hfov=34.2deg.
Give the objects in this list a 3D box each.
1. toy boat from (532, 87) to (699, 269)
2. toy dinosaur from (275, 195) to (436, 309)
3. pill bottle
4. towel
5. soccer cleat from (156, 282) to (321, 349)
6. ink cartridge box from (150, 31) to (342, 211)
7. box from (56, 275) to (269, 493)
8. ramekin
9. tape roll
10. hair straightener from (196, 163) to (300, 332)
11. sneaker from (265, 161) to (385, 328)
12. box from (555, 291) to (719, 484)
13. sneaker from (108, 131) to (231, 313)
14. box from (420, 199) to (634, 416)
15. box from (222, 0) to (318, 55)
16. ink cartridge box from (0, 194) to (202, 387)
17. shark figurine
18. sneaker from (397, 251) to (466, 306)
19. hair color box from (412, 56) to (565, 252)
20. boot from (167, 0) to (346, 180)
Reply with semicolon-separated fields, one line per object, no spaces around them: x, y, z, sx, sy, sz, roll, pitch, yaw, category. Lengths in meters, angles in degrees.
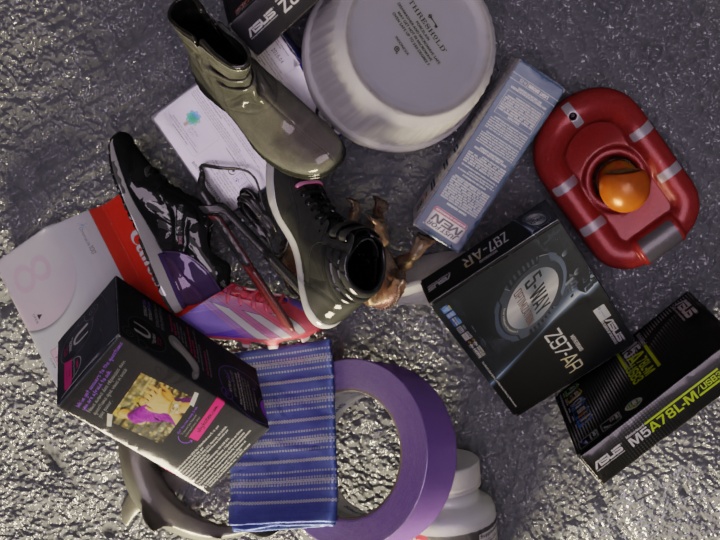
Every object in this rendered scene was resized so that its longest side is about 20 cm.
0.267;-0.094;1.216;0.130;0.131;0.201;-36;96;9;toy boat
0.000;0.000;1.247;0.085;0.200;0.137;12;108;-40;toy dinosaur
0.100;0.308;1.312;0.109;0.111;0.202;-4;100;4;pill bottle
-0.089;0.182;1.282;0.144;0.024;0.202;-10;77;31;towel
-0.133;0.043;1.299;0.198;0.067;0.077;-2;105;10;soccer cleat
-0.102;-0.169;1.254;0.199;0.076;0.137;-34;97;10;ink cartridge box
-0.208;0.121;1.223;0.200;0.123;0.106;38;104;-28;box
0.046;-0.225;1.190;0.200;0.094;0.205;1;87;-15;ramekin
0.003;0.199;1.270;0.199;0.065;0.202;-6;79;34;tape roll
-0.102;-0.035;1.236;0.077;0.041;0.201;-36;98;-5;hair straightener
-0.030;-0.050;1.173;0.099;0.070;0.202;-22;81;46;sneaker
0.300;0.117;1.218;0.193;0.200;0.048;-42;97;11;box
-0.200;-0.062;1.251;0.087;0.076;0.202;-23;89;-3;sneaker
0.181;0.045;1.251;0.159;0.044;0.200;-32;123;9;box
-0.052;-0.317;1.180;0.200;0.161;0.049;-41;114;10;box
-0.285;0.011;1.288;0.199;0.057;0.163;-33;80;18;ink cartridge box
-0.205;0.281;1.341;0.213;0.090;0.129;28;102;0;shark figurine
0.118;0.024;1.283;0.198;0.075;0.089;-12;113;5;sneaker
0.132;-0.124;1.235;0.060;0.100;0.201;32;101;-4;hair color box
-0.105;-0.172;1.126;0.200;0.131;0.068;39;82;14;boot
